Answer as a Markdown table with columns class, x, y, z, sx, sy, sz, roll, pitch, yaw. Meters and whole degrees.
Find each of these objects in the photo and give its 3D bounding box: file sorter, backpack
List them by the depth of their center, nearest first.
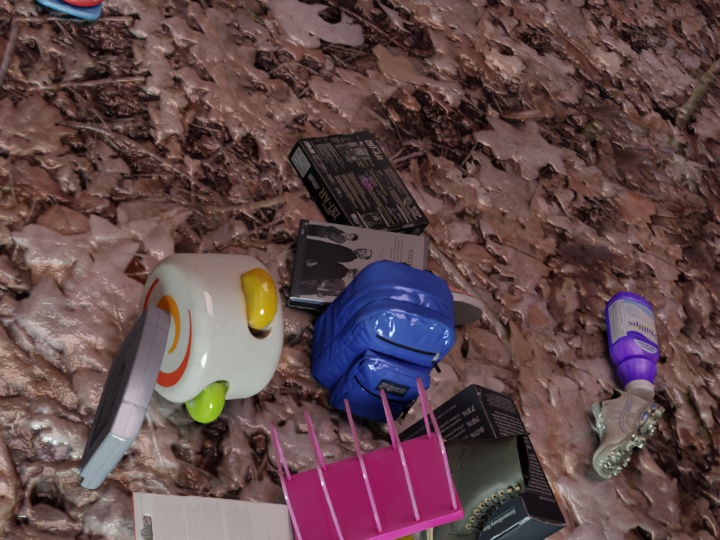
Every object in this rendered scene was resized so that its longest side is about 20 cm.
| class | x | y | z | sx | sy | sz | roll | pitch | yaw |
| --- | --- | --- | --- | --- | --- | --- | --- | --- | --- |
| file sorter | 0.002 | 0.227 | 1.434 | 0.197 | 0.127 | 0.140 | -16 | 35 | -3 |
| backpack | 0.043 | 0.097 | 1.660 | 0.161 | 0.200 | 0.169 | 15 | 45 | -25 |

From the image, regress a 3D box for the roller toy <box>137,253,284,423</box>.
| class | x | y | z | sx | sy | sz | roll | pitch | yaw |
| --- | --- | --- | --- | --- | --- | --- | --- | --- | --- |
| roller toy | -0.183 | 0.069 | 1.533 | 0.138 | 0.202 | 0.182 | 0 | 25 | -36 |

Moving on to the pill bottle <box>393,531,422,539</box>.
| class | x | y | z | sx | sy | sz | roll | pitch | yaw |
| --- | --- | --- | --- | --- | --- | --- | --- | --- | --- |
| pill bottle | 0.021 | 0.326 | 1.501 | 0.112 | 0.113 | 0.201 | 31 | 41 | -7 |

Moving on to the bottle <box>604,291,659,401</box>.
| class | x | y | z | sx | sy | sz | roll | pitch | yaw |
| --- | --- | --- | --- | --- | --- | --- | --- | --- | --- |
| bottle | 0.453 | 0.129 | 2.027 | 0.083 | 0.065 | 0.202 | 23 | 43 | -17 |

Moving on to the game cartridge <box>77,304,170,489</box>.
| class | x | y | z | sx | sy | sz | roll | pitch | yaw |
| --- | --- | --- | --- | --- | --- | --- | --- | --- | --- |
| game cartridge | -0.275 | 0.143 | 1.441 | 0.040 | 0.133 | 0.201 | 23 | 43 | -14 |

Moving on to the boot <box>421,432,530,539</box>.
| class | x | y | z | sx | sy | sz | roll | pitch | yaw |
| --- | --- | --- | --- | --- | --- | --- | --- | --- | --- |
| boot | 0.148 | 0.297 | 1.485 | 0.077 | 0.137 | 0.203 | 24 | 57 | -58 |

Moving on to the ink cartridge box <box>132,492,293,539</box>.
| class | x | y | z | sx | sy | sz | roll | pitch | yaw |
| --- | --- | --- | --- | --- | --- | --- | --- | --- | --- |
| ink cartridge box | -0.174 | 0.322 | 1.414 | 0.198 | 0.050 | 0.110 | 11 | 47 | -26 |

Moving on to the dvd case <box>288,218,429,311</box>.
| class | x | y | z | sx | sy | sz | roll | pitch | yaw |
| --- | --- | --- | --- | --- | --- | --- | --- | --- | --- |
| dvd case | 0.000 | 0.000 | 1.793 | 0.197 | 0.025 | 0.152 | 8 | 51 | -3 |

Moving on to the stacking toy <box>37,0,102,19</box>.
| class | x | y | z | sx | sy | sz | roll | pitch | yaw |
| --- | --- | --- | --- | --- | --- | --- | --- | --- | --- |
| stacking toy | -0.419 | -0.496 | 1.873 | 0.109 | 0.201 | 0.117 | 12 | 45 | -25 |

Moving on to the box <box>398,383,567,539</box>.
| class | x | y | z | sx | sy | sz | roll | pitch | yaw |
| --- | --- | --- | --- | --- | --- | --- | --- | --- | --- |
| box | 0.154 | 0.275 | 1.599 | 0.104 | 0.147 | 0.202 | 22 | 40 | -50 |

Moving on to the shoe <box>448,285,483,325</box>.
| class | x | y | z | sx | sy | sz | roll | pitch | yaw |
| --- | --- | --- | --- | --- | --- | --- | --- | --- | --- |
| shoe | 0.095 | 0.020 | 1.865 | 0.198 | 0.072 | 0.092 | 11 | 53 | -22 |

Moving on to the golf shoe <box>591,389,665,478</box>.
| class | x | y | z | sx | sy | sz | roll | pitch | yaw |
| --- | --- | --- | --- | --- | --- | --- | --- | --- | --- |
| golf shoe | 0.386 | 0.247 | 1.883 | 0.097 | 0.079 | 0.199 | 33 | 32 | 21 |

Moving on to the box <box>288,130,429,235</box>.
| class | x | y | z | sx | sy | sz | roll | pitch | yaw |
| --- | --- | --- | --- | --- | --- | --- | --- | --- | --- |
| box | -0.003 | -0.130 | 1.955 | 0.159 | 0.044 | 0.201 | -13 | 61 | -42 |
